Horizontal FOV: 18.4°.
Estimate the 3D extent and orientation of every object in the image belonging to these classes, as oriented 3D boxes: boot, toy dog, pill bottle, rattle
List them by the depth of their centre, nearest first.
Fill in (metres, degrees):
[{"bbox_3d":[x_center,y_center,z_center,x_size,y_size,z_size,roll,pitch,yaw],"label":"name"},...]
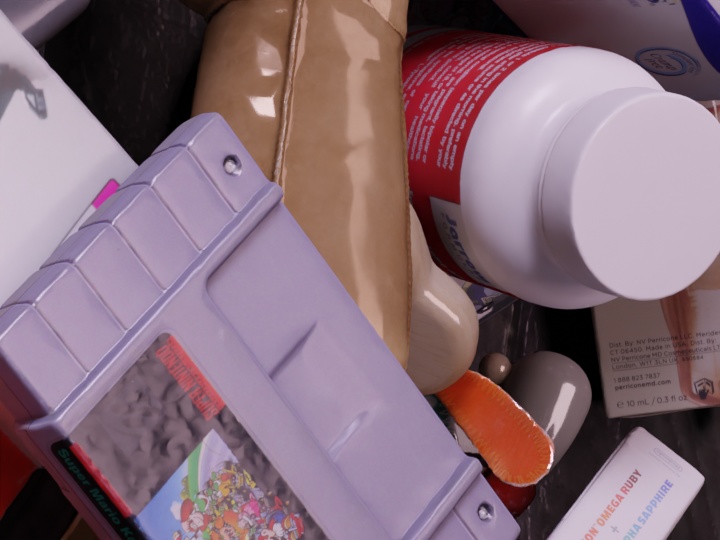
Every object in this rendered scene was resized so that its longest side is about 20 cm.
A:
[{"bbox_3d":[-0.059,-0.062,0.852,0.066,0.174,0.201,106,-10,-79],"label":"boot"},{"bbox_3d":[0.000,0.000,0.971,0.199,0.131,0.143,30,17,-12],"label":"rattle"},{"bbox_3d":[0.071,-0.046,0.974,0.112,0.200,0.113,-6,102,-28],"label":"pill bottle"},{"bbox_3d":[0.021,0.111,1.017,0.096,0.132,0.200,34,42,1],"label":"toy dog"}]

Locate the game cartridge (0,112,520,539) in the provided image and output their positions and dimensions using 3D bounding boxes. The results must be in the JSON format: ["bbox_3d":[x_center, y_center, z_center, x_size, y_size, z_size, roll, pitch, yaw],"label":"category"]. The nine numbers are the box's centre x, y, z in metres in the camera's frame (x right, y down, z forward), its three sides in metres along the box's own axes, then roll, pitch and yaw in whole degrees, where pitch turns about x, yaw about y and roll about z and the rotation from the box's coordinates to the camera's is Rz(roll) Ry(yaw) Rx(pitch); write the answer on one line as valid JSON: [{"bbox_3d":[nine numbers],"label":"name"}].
[{"bbox_3d":[-0.035,0.062,0.768,0.200,0.038,0.130,54,51,-19],"label":"game cartridge"}]

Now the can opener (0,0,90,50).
[{"bbox_3d":[-0.182,-0.066,0.774,0.200,0.053,0.067,-46,110,-33],"label":"can opener"}]

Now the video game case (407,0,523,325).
[{"bbox_3d":[0.068,-0.090,1.094,0.180,0.025,0.201,-32,113,-19],"label":"video game case"}]

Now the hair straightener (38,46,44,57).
[{"bbox_3d":[-0.146,-0.060,0.867,0.077,0.041,0.201,10,72,-53],"label":"hair straightener"}]

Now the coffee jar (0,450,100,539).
[{"bbox_3d":[-0.055,0.108,0.850,0.199,0.085,0.105,31,39,-11],"label":"coffee jar"}]

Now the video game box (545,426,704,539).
[{"bbox_3d":[0.060,0.186,0.986,0.047,0.200,0.182,38,42,11],"label":"video game box"}]

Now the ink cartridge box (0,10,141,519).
[{"bbox_3d":[-0.156,-0.001,0.726,0.200,0.043,0.174,50,56,-26],"label":"ink cartridge box"}]

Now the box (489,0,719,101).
[{"bbox_3d":[0.124,-0.203,0.995,0.184,0.104,0.201,37,59,-51],"label":"box"}]

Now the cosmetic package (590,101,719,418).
[{"bbox_3d":[0.169,-0.027,1.222,0.103,0.087,0.201,-18,100,-73],"label":"cosmetic package"}]
